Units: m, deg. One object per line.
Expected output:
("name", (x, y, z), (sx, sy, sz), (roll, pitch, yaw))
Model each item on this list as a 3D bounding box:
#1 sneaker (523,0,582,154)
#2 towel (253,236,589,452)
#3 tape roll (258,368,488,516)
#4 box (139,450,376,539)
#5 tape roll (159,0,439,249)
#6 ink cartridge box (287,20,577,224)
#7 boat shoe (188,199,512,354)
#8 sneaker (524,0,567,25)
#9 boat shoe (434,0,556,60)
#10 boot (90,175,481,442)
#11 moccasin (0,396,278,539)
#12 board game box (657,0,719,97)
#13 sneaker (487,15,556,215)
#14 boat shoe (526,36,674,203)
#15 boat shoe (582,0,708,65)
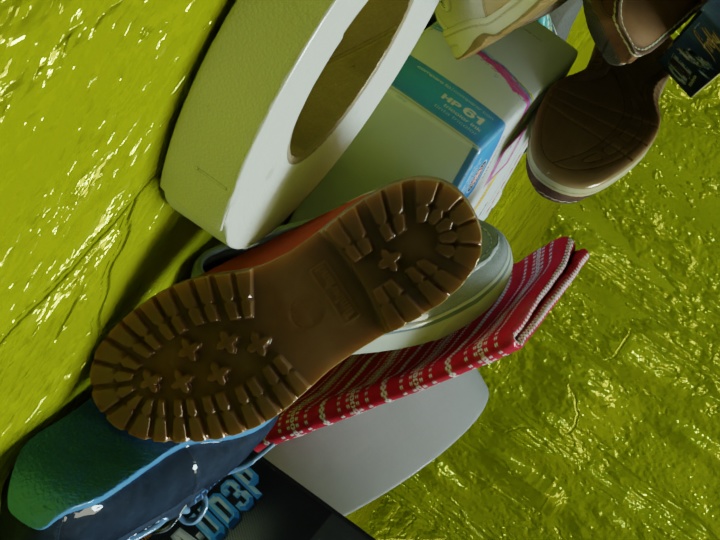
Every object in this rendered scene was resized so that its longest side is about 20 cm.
("sneaker", (0.127, -0.136, 1.325), (0.200, 0.082, 0.077), (-55, 172, -10))
("towel", (0.027, 0.044, 1.005), (0.199, 0.023, 0.145), (-24, -169, 31))
("tape roll", (-0.018, 0.099, 1.124), (0.200, 0.066, 0.200), (-28, -171, 5))
("box", (-0.091, 0.157, 0.900), (0.046, 0.159, 0.200), (-59, 171, 26))
("tape roll", (-0.016, -0.101, 0.765), (0.203, 0.037, 0.203), (-54, 172, -11))
("ink cartridge box", (0.045, -0.074, 1.070), (0.145, 0.084, 0.200), (-62, 172, 32))
("boat shoe", (-0.001, -0.001, 0.911), (0.200, 0.070, 0.072), (-15, 141, -25))
("sneaker", (0.119, -0.200, 1.069), (0.200, 0.070, 0.076), (-51, 171, -33))
("boat shoe", (0.073, -0.157, 0.841), (0.074, 0.069, 0.200), (-35, -176, -18))
("boot", (-0.033, 0.017, 0.828), (0.199, 0.075, 0.107), (-26, -173, 6))
("moccasin", (-0.114, 0.094, 0.854), (0.200, 0.080, 0.068), (-19, 138, -54))
("board game box", (0.242, -0.168, 0.995), (0.135, 0.035, 0.200), (-43, 177, 1))
("sneaker", (0.080, -0.113, 1.224), (0.201, 0.077, 0.080), (-64, 165, -17))
("boat shoe", (0.147, -0.089, 1.090), (0.200, 0.072, 0.072), (-59, 174, -50))
("boat shoe", (0.201, -0.202, 1.029), (0.074, 0.076, 0.200), (-3, -138, 46))
